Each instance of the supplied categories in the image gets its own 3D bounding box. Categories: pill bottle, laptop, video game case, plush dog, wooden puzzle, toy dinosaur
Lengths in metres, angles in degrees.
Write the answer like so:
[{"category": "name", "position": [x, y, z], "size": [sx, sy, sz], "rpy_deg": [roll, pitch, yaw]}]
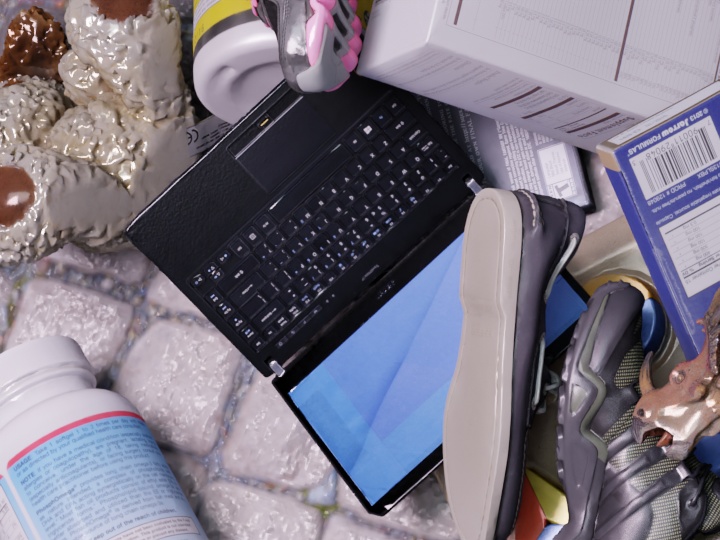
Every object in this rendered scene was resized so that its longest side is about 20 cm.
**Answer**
[{"category": "pill bottle", "position": [-0.158, 0.142, 1.494], "size": [0.108, 0.109, 0.201], "rpy_deg": [-34, 68, 9]}, {"category": "pill bottle", "position": [-0.046, -0.193, 1.532], "size": [0.110, 0.111, 0.201], "rpy_deg": [-11, 62, 17]}, {"category": "laptop", "position": [0.000, 0.000, 1.438], "size": [0.177, 0.103, 0.200], "rpy_deg": [-42, 110, 3]}, {"category": "video game case", "position": [0.030, -0.073, 1.531], "size": [0.199, 0.019, 0.144], "rpy_deg": [-18, 71, 16]}, {"category": "plush dog", "position": [-0.184, -0.070, 1.560], "size": [0.171, 0.161, 0.201], "rpy_deg": [10, 64, 40]}, {"category": "wooden puzzle", "position": [0.124, 0.083, 1.441], "size": [0.184, 0.046, 0.201], "rpy_deg": [-29, 68, 11]}, {"category": "toy dinosaur", "position": [0.248, 0.041, 1.340], "size": [0.135, 0.199, 0.086], "rpy_deg": [35, 134, 36]}]

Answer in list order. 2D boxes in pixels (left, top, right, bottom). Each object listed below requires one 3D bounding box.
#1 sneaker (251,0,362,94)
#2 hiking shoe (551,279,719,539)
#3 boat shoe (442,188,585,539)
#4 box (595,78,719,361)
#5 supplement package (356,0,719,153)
[{"category": "sneaker", "position": [-0.054, -0.175, 1.425], "size": [0.095, 0.079, 0.201], "rpy_deg": [-12, 54, 6]}, {"category": "hiking shoe", "position": [0.155, 0.107, 1.377], "size": [0.100, 0.076, 0.202], "rpy_deg": [3, 88, 6]}, {"category": "boat shoe", "position": [0.088, 0.056, 1.387], "size": [0.073, 0.062, 0.202], "rpy_deg": [-156, 68, -65]}, {"category": "box", "position": [0.219, -0.005, 1.380], "size": [0.121, 0.032, 0.201], "rpy_deg": [-28, 105, -10]}, {"category": "supplement package", "position": [0.117, -0.138, 1.413], "size": [0.199, 0.109, 0.115], "rpy_deg": [18, 80, -18]}]
